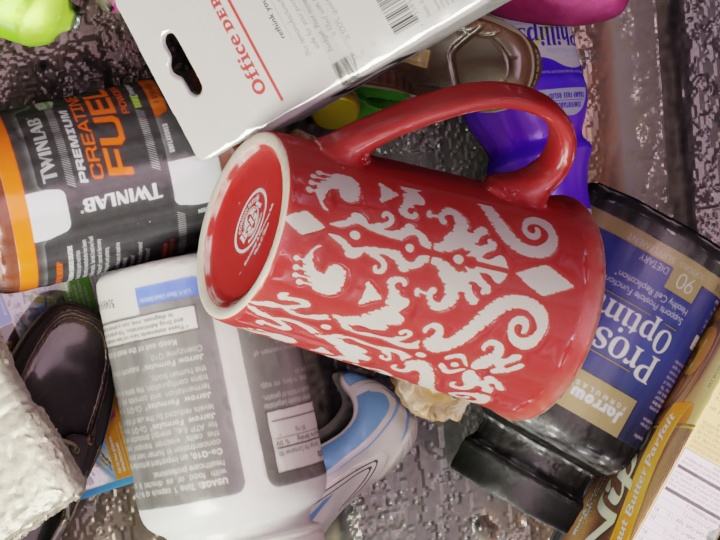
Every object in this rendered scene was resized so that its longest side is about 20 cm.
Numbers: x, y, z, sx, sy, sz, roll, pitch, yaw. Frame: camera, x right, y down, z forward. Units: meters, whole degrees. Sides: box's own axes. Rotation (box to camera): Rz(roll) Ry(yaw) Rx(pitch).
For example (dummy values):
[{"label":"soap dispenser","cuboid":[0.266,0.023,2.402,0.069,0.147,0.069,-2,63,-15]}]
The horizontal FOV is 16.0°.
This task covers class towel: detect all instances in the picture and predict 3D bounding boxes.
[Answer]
[{"label":"towel","cuboid":[-0.259,0.122,1.471,0.200,0.034,0.133,-34,83,20]}]

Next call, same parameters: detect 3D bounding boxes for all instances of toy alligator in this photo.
[{"label":"toy alligator","cuboid":[-0.017,-0.109,1.557,0.199,0.059,0.054,12,139,-24]}]

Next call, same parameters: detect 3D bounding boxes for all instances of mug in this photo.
[{"label":"mug","cuboid":[0.023,-0.022,1.440,0.199,0.133,0.178,15,80,-27]}]

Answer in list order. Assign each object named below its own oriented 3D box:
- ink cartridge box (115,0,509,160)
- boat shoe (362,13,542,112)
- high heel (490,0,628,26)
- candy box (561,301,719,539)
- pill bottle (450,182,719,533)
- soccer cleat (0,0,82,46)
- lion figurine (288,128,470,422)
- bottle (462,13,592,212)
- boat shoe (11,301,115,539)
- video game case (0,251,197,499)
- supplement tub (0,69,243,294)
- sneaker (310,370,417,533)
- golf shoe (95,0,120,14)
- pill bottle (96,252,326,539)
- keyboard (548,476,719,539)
[{"label":"ink cartridge box","cuboid":[-0.025,-0.157,1.434,0.200,0.067,0.116,-28,90,24]},{"label":"boat shoe","cuboid":[0.013,-0.141,1.501,0.202,0.075,0.075,26,107,17]},{"label":"high heel","cuboid":[0.063,-0.205,1.467,0.200,0.096,0.067,31,78,13]},{"label":"candy box","cuboid":[0.202,0.116,1.600,0.055,0.115,0.201,28,90,-11]},{"label":"pill bottle","cuboid":[0.140,0.056,1.592,0.112,0.112,0.201,29,89,-18]},{"label":"soccer cleat","cuboid":[-0.186,-0.231,1.481,0.081,0.068,0.201,11,97,-11]},{"label":"lion figurine","cuboid":[0.000,0.000,1.567,0.199,0.072,0.123,29,95,4]},{"label":"bottle","cuboid":[0.097,-0.114,1.547,0.083,0.065,0.201,-6,81,-48]},{"label":"boat shoe","cuboid":[-0.188,0.119,1.507,0.074,0.073,0.201,16,94,-17]},{"label":"video game case","cuboid":[-0.158,0.061,1.556,0.199,0.018,0.144,-18,103,-13]},{"label":"supplement tub","cuboid":[-0.169,-0.048,1.490,0.199,0.107,0.107,-14,102,-14]},{"label":"sneaker","cuboid":[-0.049,0.148,1.576,0.072,0.072,0.200,41,85,-6]},{"label":"golf shoe","cuboid":[-0.103,-0.234,1.477,0.092,0.073,0.200,50,123,14]},{"label":"pill bottle","cuboid":[-0.082,0.091,1.494,0.113,0.114,0.201,-10,89,-14]},{"label":"keyboard","cuboid":[0.187,0.182,1.672,0.127,0.021,0.201,28,91,-12]}]
